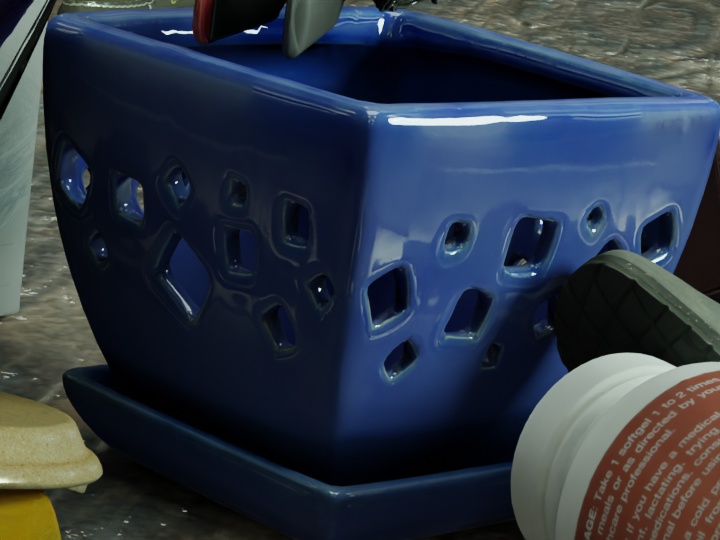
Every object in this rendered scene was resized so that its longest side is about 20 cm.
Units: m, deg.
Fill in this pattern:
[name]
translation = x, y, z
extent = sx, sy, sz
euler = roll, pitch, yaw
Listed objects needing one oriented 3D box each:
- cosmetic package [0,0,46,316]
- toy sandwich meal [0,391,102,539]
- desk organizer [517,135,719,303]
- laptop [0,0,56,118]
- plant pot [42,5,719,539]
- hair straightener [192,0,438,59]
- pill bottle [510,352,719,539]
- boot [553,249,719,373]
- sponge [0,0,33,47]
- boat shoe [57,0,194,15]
[cosmetic package]
translation = -0.254, -0.079, 1.286
extent = 0.123, 0.201, 0.199
euler = 18, 18, 40
[toy sandwich meal]
translation = -0.189, 0.074, 0.987
extent = 0.204, 0.071, 0.205
euler = 10, 2, 0
[desk organizer]
translation = 0.133, -0.010, 1.290
extent = 0.071, 0.078, 0.200
euler = -1, -11, -31
[laptop]
translation = -0.213, -0.028, 1.079
extent = 0.199, 0.117, 0.187
euler = -5, -13, -16
[plant pot]
translation = 0.000, 0.000, 1.130
extent = 0.199, 0.181, 0.199
euler = -7, 19, -43
[hair straightener]
translation = 0.000, -0.109, 1.134
extent = 0.076, 0.041, 0.200
euler = 11, 10, 15
[pill bottle]
translation = 0.136, 0.096, 0.945
extent = 0.112, 0.113, 0.200
euler = -1, 16, -29
[boot]
translation = 0.174, 0.041, 1.096
extent = 0.200, 0.068, 0.131
euler = 38, 43, 0
[sponge]
translation = -0.182, -0.075, 1.081
extent = 0.111, 0.030, 0.200
euler = -35, -4, -31
[boat shoe]
translation = -0.164, -0.208, 2.166
extent = 0.072, 0.061, 0.201
euler = 15, 15, 30
